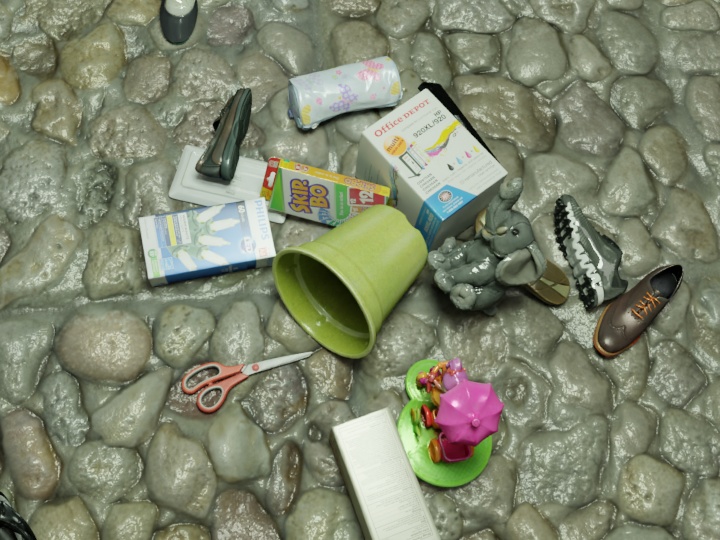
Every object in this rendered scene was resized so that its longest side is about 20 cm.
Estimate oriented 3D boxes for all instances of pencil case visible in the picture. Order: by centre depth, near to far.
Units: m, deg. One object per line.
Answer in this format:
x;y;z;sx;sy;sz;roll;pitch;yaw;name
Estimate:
-0.028;-0.311;1.453;0.200;0.083;0.091;-18;74;-13;pencil case

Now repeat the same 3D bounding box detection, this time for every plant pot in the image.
0.000;0.000;1.278;0.200;0.200;0.184;42;58;12;plant pot

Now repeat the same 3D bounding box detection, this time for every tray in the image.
-0.213;-0.150;1.399;0.200;0.022;0.108;13;67;0;tray

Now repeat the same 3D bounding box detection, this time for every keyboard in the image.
0.158;-0.249;1.465;0.104;0.040;0.200;-8;58;-52;keyboard

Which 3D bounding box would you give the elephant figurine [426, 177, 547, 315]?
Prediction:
0.214;-0.031;1.263;0.200;0.155;0.142;-40;81;22;elephant figurine

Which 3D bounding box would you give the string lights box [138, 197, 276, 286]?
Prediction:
-0.242;-0.046;1.325;0.200;0.059;0.103;-11;78;-10;string lights box

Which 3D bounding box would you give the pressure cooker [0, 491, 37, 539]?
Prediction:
-0.512;0.376;1.059;0.200;0.176;0.179;-13;72;-7;pressure cooker

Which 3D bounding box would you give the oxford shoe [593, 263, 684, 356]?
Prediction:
0.450;0.057;1.347;0.071;0.073;0.200;41;69;11;oxford shoe

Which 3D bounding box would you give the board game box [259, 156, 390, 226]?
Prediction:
-0.061;-0.119;1.347;0.200;0.096;0.030;16;46;-6;board game box

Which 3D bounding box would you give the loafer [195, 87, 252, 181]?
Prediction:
-0.228;-0.237;1.397;0.063;0.072;0.200;6;53;2;loafer

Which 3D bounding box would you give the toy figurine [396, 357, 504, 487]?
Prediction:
0.137;0.190;1.193;0.150;0.184;0.200;-5;64;-13;toy figurine

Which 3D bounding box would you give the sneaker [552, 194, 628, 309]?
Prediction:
0.387;-0.037;1.389;0.090;0.066;0.200;-12;72;-13;sneaker

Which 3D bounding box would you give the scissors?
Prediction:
-0.175;0.147;1.278;0.200;0.014;0.073;-29;71;-15;scissors

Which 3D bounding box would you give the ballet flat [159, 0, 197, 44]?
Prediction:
-0.327;-0.511;1.518;0.073;0.073;0.200;7;67;-3;ballet flat

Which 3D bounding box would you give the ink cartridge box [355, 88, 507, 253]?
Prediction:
0.109;-0.159;1.367;0.147;0.145;0.200;-36;75;-18;ink cartridge box

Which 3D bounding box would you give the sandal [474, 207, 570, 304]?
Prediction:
0.261;-0.018;1.377;0.200;0.054;0.080;44;75;-3;sandal

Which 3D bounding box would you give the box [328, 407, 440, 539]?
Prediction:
0.031;0.310;1.194;0.095;0.078;0.200;-16;69;-13;box
